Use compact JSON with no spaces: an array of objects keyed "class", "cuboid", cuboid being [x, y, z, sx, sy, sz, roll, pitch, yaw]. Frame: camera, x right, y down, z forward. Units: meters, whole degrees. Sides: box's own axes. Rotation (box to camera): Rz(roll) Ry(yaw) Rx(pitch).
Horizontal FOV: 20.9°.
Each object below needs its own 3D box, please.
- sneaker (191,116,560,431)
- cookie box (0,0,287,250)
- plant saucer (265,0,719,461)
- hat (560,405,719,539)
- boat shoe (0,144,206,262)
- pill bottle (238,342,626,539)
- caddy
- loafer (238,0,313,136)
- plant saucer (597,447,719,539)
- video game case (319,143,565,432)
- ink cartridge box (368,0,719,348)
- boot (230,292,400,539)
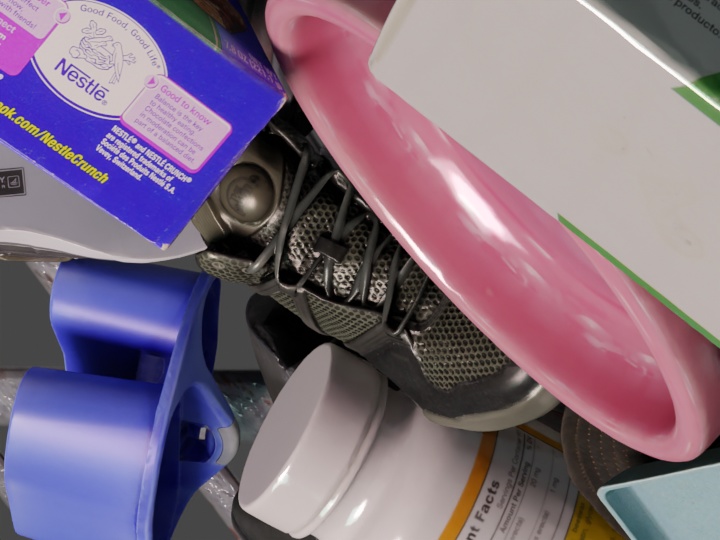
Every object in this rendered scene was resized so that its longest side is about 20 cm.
[{"class":"sneaker","cuboid":[0.000,0.000,0.777,0.114,0.076,0.199,27,-177,-39]},{"class":"cookie box","cuboid":[-0.126,-0.118,0.701,0.171,0.075,0.200,35,-167,-27]},{"class":"plant saucer","cuboid":[0.053,-0.027,0.628,0.201,0.051,0.201,47,171,10]},{"class":"hat","cuboid":[0.182,0.060,0.752,0.201,0.081,0.201,11,134,12]},{"class":"boat shoe","cuboid":[-0.159,-0.033,0.950,0.200,0.070,0.066,-4,175,-7]},{"class":"pill bottle","cuboid":[0.051,0.115,0.865,0.200,0.111,0.111,30,150,-13]},{"class":"caddy","cuboid":[-0.113,0.076,1.007,0.105,0.141,0.200,14,153,1]},{"class":"loafer","cuboid":[-0.030,-0.122,0.765,0.063,0.072,0.200,37,151,11]},{"class":"plant saucer","cuboid":[0.187,0.077,0.694,0.200,0.019,0.070,-18,123,34]},{"class":"video game case","cuboid":[0.064,0.029,0.902,0.143,0.018,0.200,17,142,32]},{"class":"ink cartridge box","cuboid":[0.121,-0.092,0.528,0.147,0.200,0.083,39,151,3]},{"class":"boot","cuboid":[-0.027,0.089,1.008,0.165,0.066,0.200,21,147,37]}]
